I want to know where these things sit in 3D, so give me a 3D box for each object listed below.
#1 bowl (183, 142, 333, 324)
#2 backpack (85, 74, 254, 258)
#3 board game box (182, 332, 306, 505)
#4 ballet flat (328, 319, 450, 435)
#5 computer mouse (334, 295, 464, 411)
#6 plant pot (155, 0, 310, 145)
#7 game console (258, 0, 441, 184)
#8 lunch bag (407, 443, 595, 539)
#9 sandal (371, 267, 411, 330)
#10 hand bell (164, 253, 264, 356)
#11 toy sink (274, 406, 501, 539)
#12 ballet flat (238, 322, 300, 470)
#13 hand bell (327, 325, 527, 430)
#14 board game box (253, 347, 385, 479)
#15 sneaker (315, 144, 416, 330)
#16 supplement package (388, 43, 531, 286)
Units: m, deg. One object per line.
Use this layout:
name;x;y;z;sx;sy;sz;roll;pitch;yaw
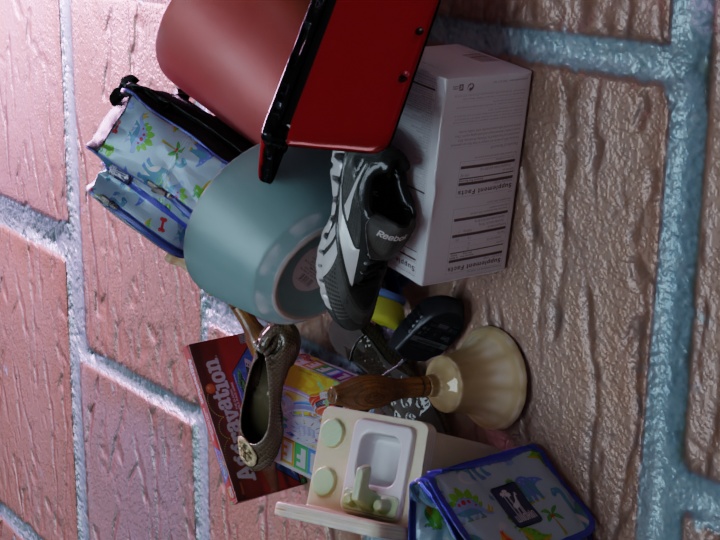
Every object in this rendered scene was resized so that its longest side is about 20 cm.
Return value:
bowl;-0.068;-0.024;1.449;0.105;0.200;0.202;46;133;36
backpack;-0.182;-0.096;1.551;0.199;0.183;0.148;32;99;12
board game box;-0.142;0.178;1.758;0.019;0.102;0.202;-35;70;53
ballet flat;0.038;0.119;1.549;0.200;0.046;0.068;48;120;29
computer mouse;0.036;0.091;1.493;0.200;0.058;0.034;-45;45;26
plant pot;-0.090;-0.223;1.528;0.177;0.200;0.201;47;134;23
game console;-0.009;-0.180;1.338;0.173;0.118;0.201;107;-178;-70
lunch bag;0.133;0.272;1.333;0.127;0.169;0.202;-22;80;45
sandal;0.000;0.000;1.552;0.200;0.079;0.088;23;88;54
hand bell;-0.147;0.047;1.753;0.104;0.104;0.201;-37;80;52
toy sink;0.030;0.200;1.395;0.130;0.199;0.113;4;80;37
ballet flat;-0.114;0.146;1.647;0.067;0.046;0.201;36;124;32
hand bell;0.054;0.111;1.375;0.104;0.199;0.105;5;96;52
board game box;-0.047;0.174;1.656;0.199;0.034;0.136;18;114;41
sneaker;0.008;-0.032;1.334;0.090;0.066;0.202;28;118;50
supplement package;0.077;-0.103;1.373;0.113;0.109;0.202;31;122;47
